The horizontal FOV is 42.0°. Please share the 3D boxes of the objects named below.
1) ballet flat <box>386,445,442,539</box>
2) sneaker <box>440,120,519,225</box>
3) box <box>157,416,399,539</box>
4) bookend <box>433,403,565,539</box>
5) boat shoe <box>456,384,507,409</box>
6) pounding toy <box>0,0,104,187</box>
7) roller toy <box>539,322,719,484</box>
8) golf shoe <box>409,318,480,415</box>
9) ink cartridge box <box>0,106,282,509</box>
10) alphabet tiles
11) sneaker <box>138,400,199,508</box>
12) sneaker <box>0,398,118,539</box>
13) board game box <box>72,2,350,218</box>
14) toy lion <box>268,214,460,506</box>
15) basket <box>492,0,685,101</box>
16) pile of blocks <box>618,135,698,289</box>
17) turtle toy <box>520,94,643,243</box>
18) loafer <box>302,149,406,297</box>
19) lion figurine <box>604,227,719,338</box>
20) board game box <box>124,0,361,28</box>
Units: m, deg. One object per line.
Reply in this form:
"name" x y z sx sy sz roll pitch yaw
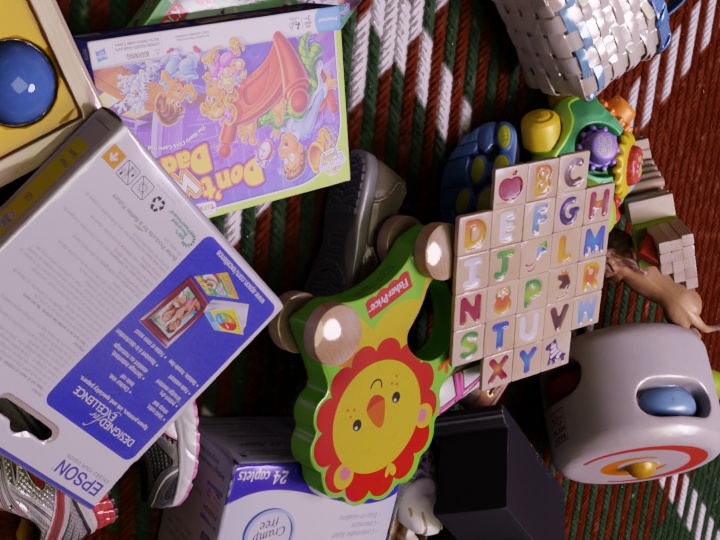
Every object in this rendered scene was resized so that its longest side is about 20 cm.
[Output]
"ballet flat" 0.052 0.267 0.952 0.071 0.072 0.204 4 102 -38
"sneaker" 0.121 -0.044 0.913 0.082 0.070 0.203 -17 114 -57
"box" -0.077 0.240 0.821 0.182 0.104 0.203 6 101 -38
"bookend" 0.131 0.273 0.922 0.199 0.091 0.202 51 36 -44
"boat shoe" 0.166 0.069 0.959 0.200 0.072 0.068 -42 81 -15
"pounding toy" -0.268 -0.133 0.528 0.183 0.141 0.202 -34 123 -24
"roller toy" 0.286 0.152 1.001 0.182 0.197 0.142 37 43 -52
"golf shoe" 0.079 0.100 0.876 0.091 0.073 0.200 25 120 -41
"ink cartridge box" -0.173 0.033 0.617 0.200 0.047 0.198 -45 136 -8
"alphabet tiles" 0.147 0.002 0.798 0.164 0.006 0.203 -13 117 -27
"sneaker" -0.177 0.086 0.725 0.085 0.080 0.204 -6 101 -23
"sneaker" -0.247 0.129 0.672 0.082 0.077 0.202 -32 121 -23
"board game box" -0.103 -0.114 0.686 0.198 0.045 0.137 -19 116 -32
"toy lion" 0.019 0.082 0.767 0.199 0.068 0.194 -36 121 -31
"basket" 0.219 -0.272 0.855 0.199 0.139 0.177 -40 126 -10
"pile of blocks" 0.290 -0.059 0.981 0.061 0.202 0.083 -12 138 6
"turtle toy" 0.212 -0.092 0.900 0.201 0.100 0.147 -53 141 -41
"loafer" 0.000 0.000 0.819 0.069 0.075 0.203 9 99 -34
"lion figurine" 0.313 0.014 1.013 0.073 0.198 0.122 -62 163 6
"board game box" -0.098 -0.178 0.716 0.134 0.029 0.201 42 79 -38
